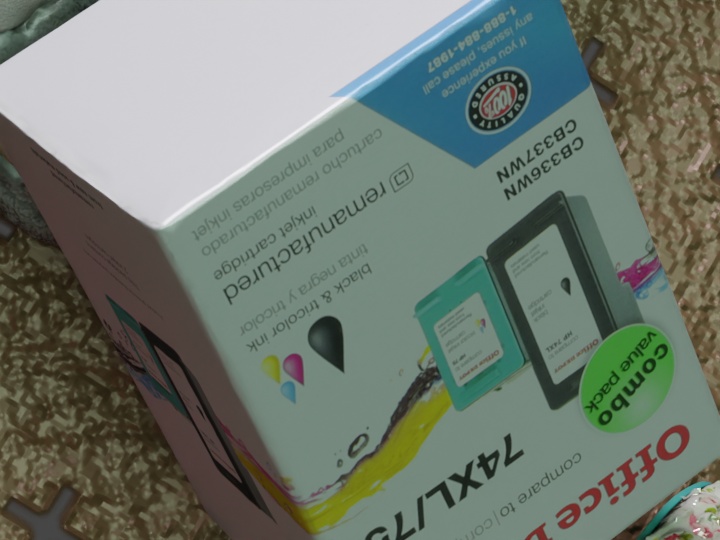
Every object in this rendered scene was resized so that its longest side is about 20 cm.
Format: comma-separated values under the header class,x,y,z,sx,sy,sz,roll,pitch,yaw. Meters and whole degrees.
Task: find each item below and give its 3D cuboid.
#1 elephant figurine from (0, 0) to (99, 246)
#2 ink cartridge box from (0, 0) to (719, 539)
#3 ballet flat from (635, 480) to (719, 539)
class,x,y,z,sx,sy,sz,roll,pitch,yaw
elephant figurine,-0.141,-0.098,0.890,0.200,0.155,0.142,10,40,-24
ink cartridge box,0.000,0.000,0.856,0.147,0.146,0.200,-35,124,-14
ballet flat,0.102,0.132,0.903,0.064,0.200,0.076,25,120,26
